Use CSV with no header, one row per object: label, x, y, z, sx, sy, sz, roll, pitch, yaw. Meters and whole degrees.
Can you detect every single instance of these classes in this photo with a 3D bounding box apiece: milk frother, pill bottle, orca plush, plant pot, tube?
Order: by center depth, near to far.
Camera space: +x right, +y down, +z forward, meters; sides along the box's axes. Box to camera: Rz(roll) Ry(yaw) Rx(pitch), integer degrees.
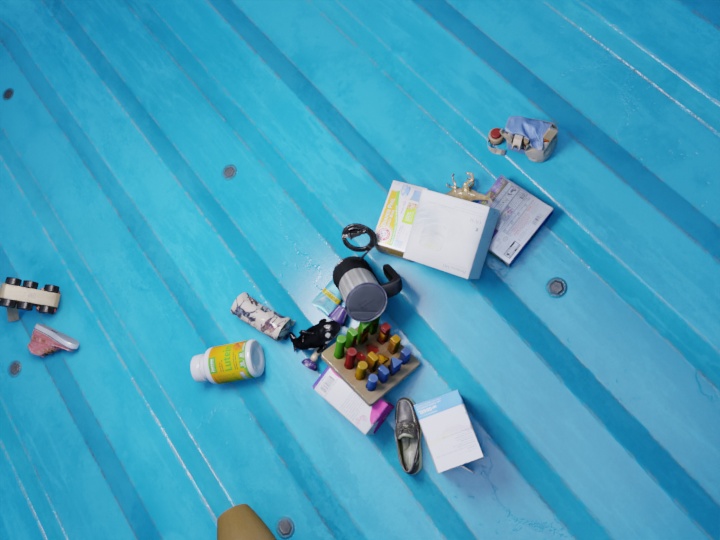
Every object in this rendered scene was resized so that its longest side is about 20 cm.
plant pot,-0.306,0.738,1.542,0.186,0.186,0.200,-37,55,4
milk frother,0.000,0.000,1.582,0.180,0.201,0.188,-33,27,1
orca plush,-0.148,0.175,1.644,0.199,0.071,0.106,-8,58,47
pill bottle,-0.395,0.275,1.713,0.199,0.111,0.112,-12,72,12
tube,-0.059,0.042,1.719,0.077,0.050,0.200,38,93,20

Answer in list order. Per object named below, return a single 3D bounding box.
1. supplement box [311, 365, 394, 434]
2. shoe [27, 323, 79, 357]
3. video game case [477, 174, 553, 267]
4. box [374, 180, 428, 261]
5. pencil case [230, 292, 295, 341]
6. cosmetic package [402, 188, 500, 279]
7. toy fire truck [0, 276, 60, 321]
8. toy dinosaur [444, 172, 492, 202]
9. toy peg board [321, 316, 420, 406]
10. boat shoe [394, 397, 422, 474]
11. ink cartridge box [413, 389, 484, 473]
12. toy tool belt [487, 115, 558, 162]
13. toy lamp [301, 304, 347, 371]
supplement box,-0.019,0.349,1.592,0.200,0.103,0.101,37,87,22
shoe,-1.024,0.251,1.923,0.199,0.071,0.092,19,82,25
video game case,0.409,-0.141,1.632,0.181,0.045,0.200,39,89,21
box,0.122,-0.143,1.683,0.112,0.101,0.201,16,80,19
pencil case,-0.298,0.138,1.742,0.199,0.089,0.078,27,112,21
cosmetic package,0.249,-0.099,1.589,0.198,0.123,0.201,19,100,26
toy fire truck,-1.131,0.111,1.963,0.200,0.175,0.130,-14,66,56
toy dinosaur,0.308,-0.228,1.677,0.199,0.058,0.102,6,80,37
toy peg board,0.033,0.220,1.560,0.200,0.098,0.199,-33,61,-31
boat shoe,0.128,0.441,1.545,0.071,0.066,0.202,-8,74,14
ink cartridge box,0.231,0.426,1.481,0.124,0.129,0.201,-20,70,4
toy tool belt,0.459,-0.391,1.643,0.199,0.123,0.126,16,80,19
toy lamp,-0.099,0.194,1.683,0.058,0.058,0.201,31,88,21
